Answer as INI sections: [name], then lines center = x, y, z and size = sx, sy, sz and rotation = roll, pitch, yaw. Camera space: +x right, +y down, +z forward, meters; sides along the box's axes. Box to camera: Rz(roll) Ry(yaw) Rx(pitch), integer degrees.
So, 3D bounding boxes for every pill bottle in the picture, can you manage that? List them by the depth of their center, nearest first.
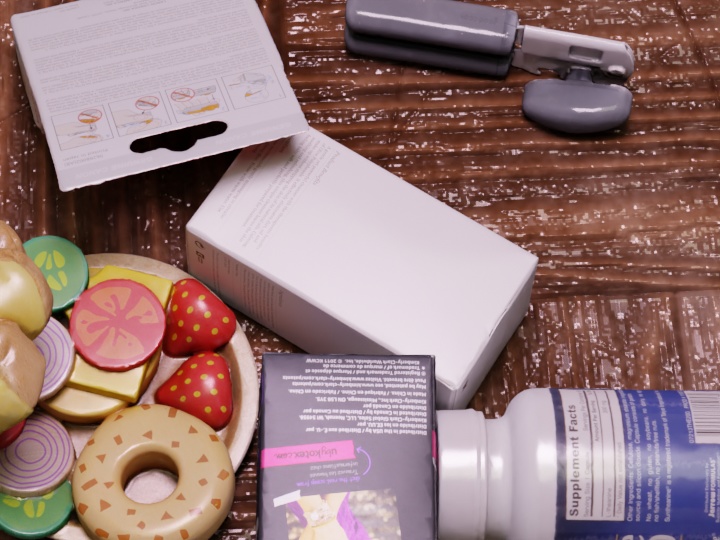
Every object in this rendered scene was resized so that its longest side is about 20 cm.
[pill bottle]
center = 0.143, 0.126, 1.329
size = 0.198, 0.111, 0.112
rotation = 1, 65, -2

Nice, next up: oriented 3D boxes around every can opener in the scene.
[can opener]
center = 0.085, -0.138, 1.481
size = 0.198, 0.053, 0.067
rotation = 9, 64, 3

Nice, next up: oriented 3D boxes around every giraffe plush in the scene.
[giraffe plush]
center = -0.298, 0.037, 1.290
size = 0.200, 0.162, 0.173
rotation = -48, 35, 6

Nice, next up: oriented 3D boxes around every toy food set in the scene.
[toy food set]
center = -0.161, 0.077, 1.373
size = 0.196, 0.049, 0.201
rotation = 13, 66, 4

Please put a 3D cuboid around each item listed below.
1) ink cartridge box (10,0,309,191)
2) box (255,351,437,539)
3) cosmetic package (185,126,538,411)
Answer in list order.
[ink cartridge box]
center = -0.128, -0.112, 1.422
size = 0.161, 0.050, 0.201
rotation = -14, 43, -9
[box]
center = -0.010, 0.161, 1.299
size = 0.105, 0.122, 0.202
rotation = 2, 65, -2
[cosmetic package]
center = 0.000, 0.000, 1.396
size = 0.199, 0.085, 0.108
rotation = 32, 67, 11
